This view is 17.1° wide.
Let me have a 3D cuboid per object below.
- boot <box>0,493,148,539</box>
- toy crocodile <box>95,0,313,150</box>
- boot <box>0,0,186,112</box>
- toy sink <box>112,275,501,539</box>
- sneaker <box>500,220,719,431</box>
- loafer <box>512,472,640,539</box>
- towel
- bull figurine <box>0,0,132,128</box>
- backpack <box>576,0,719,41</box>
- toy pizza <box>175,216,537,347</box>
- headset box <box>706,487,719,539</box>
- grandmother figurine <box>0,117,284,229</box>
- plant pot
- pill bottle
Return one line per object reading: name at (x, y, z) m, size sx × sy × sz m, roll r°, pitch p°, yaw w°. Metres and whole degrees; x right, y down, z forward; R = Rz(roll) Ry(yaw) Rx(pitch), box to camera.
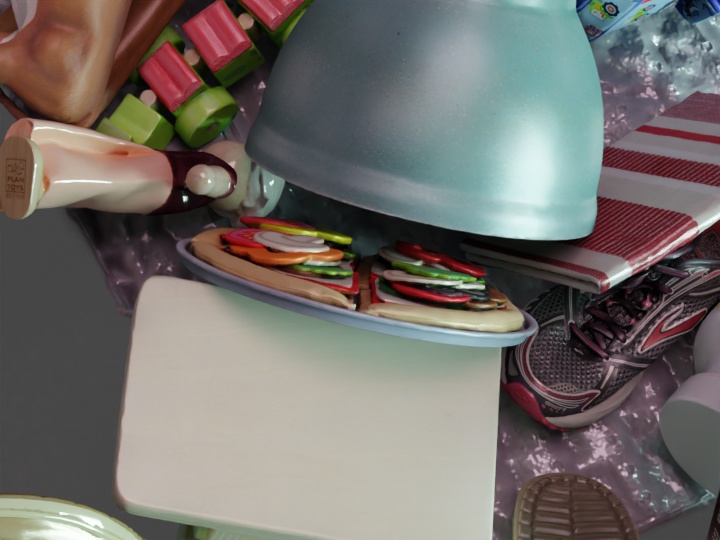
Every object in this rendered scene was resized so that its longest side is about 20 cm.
boot at (-0.145, 0.202, 1.176) m, size 0.200 × 0.072 × 0.155 m, roll 32°, pitch 55°, yaw -45°
toy crocodile at (-0.075, -0.134, 1.384) m, size 0.200 × 0.062 × 0.068 m, roll -40°, pitch 78°, yaw -1°
boot at (-0.149, -0.196, 1.415) m, size 0.188 × 0.068 × 0.200 m, roll 36°, pitch 81°, yaw 33°
toy sink at (-0.037, 0.099, 1.271) m, size 0.199 × 0.112 × 0.131 m, roll 10°, pitch 63°, yaw -13°
sneaker at (0.156, 0.012, 1.376) m, size 0.081 × 0.075 × 0.200 m, roll 45°, pitch 65°, yaw 10°
loafer at (0.115, 0.198, 1.284) m, size 0.075 × 0.068 × 0.200 m, roll 5°, pitch 48°, yaw -12°
towel at (0.171, -0.046, 1.380) m, size 0.200 × 0.144 × 0.023 m, roll -31°, pitch 112°, yaw -23°
bull figurine at (-0.163, -0.176, 1.311) m, size 0.121 × 0.065 × 0.201 m, roll 18°, pitch 77°, yaw -8°
backpack at (0.184, -0.213, 1.438) m, size 0.200 × 0.183 × 0.135 m, roll -43°, pitch 96°, yaw -12°
toy pizza at (0.000, 0.000, 1.291) m, size 0.200 × 0.200 × 0.032 m, roll 12°, pitch 98°, yaw -7°
headset box at (0.266, 0.152, 1.279) m, size 0.148 × 0.200 × 0.077 m, roll 5°, pitch 28°, yaw -10°
grandmother figurine at (-0.117, -0.051, 1.315) m, size 0.200 × 0.121 × 0.061 m, roll -2°, pitch 101°, yaw -47°
plant pot at (0.048, -0.110, 1.318) m, size 0.200 × 0.200 × 0.135 m, roll 12°, pitch 103°, yaw -7°
pill bottle at (0.261, 0.040, 1.365) m, size 0.112 × 0.112 × 0.200 m, roll 41°, pitch 63°, yaw 9°
